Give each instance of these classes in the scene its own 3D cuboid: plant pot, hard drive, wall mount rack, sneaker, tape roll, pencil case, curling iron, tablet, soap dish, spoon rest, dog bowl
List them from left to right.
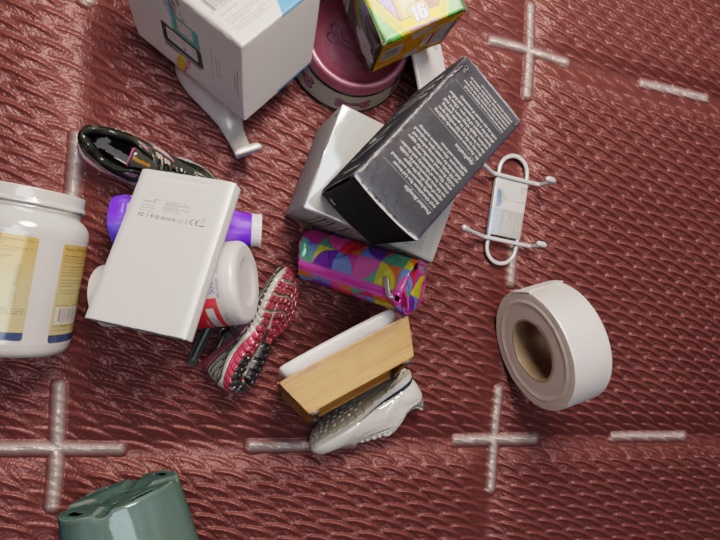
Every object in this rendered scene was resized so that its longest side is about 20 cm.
[{"bbox_3d":[-0.292,0.386,0.686,0.200,0.200,0.197,-12,87,-17],"label":"plant pot"},{"bbox_3d":[-0.292,-0.137,0.719,0.200,0.086,0.081,19,87,-18],"label":"sneaker"},{"bbox_3d":[-0.238,-0.023,0.644,0.132,0.027,0.200,10,73,10],"label":"hard drive"},{"bbox_3d":[-0.217,0.044,0.779,0.049,0.026,0.200,19,86,-10],"label":"curling iron"},{"bbox_3d":[-0.202,-0.252,0.769,0.099,0.061,0.200,-21,84,-17],"label":"spoon rest"},{"bbox_3d":[-0.161,0.076,0.775,0.075,0.081,0.200,21,69,27],"label":"sneaker"},{"bbox_3d":[-0.020,0.146,0.773,0.200,0.157,0.081,-25,74,-15],"label":"soap dish"},{"bbox_3d":[-0.012,-0.353,0.810,0.200,0.074,0.201,-1,92,-17],"label":"dog bowl"},{"bbox_3d":[0.000,0.000,0.763,0.200,0.088,0.089,17,84,27],"label":"pencil case"},{"bbox_3d":[0.013,0.239,0.834,0.200,0.076,0.081,-30,109,-13],"label":"sneaker"},{"bbox_3d":[0.104,-0.367,0.836,0.130,0.014,0.201,-20,100,-59],"label":"tablet"},{"bbox_3d":[0.242,-0.112,0.894,0.173,0.075,0.201,10,88,-17],"label":"wall mount rack"},{"bbox_3d":[0.306,0.120,0.854,0.071,0.202,0.203,-14,95,-16],"label":"tape roll"}]

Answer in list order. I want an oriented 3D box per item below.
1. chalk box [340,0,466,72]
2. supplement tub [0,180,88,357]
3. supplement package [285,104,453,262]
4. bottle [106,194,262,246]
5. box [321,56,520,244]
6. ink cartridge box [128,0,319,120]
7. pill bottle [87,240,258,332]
[{"bbox_3d":[0.036,-0.402,0.711,0.124,0.124,0.200,-23,97,-4],"label":"chalk box"},{"bbox_3d":[-0.424,-0.002,0.651,0.144,0.144,0.201,10,88,-17],"label":"supplement tub"},{"bbox_3d":[0.017,-0.118,0.783,0.200,0.151,0.152,22,85,-17],"label":"supplement package"},{"bbox_3d":[-0.239,-0.061,0.732,0.199,0.084,0.065,3,64,-13],"label":"bottle"},{"bbox_3d":[0.067,-0.137,0.643,0.104,0.148,0.200,44,79,-14],"label":"box"},{"bbox_3d":[-0.178,-0.339,0.682,0.200,0.146,0.147,40,68,4],"label":"ink cartridge box"},{"bbox_3d":[-0.247,0.025,0.703,0.199,0.112,0.113,-6,93,5],"label":"pill bottle"}]
